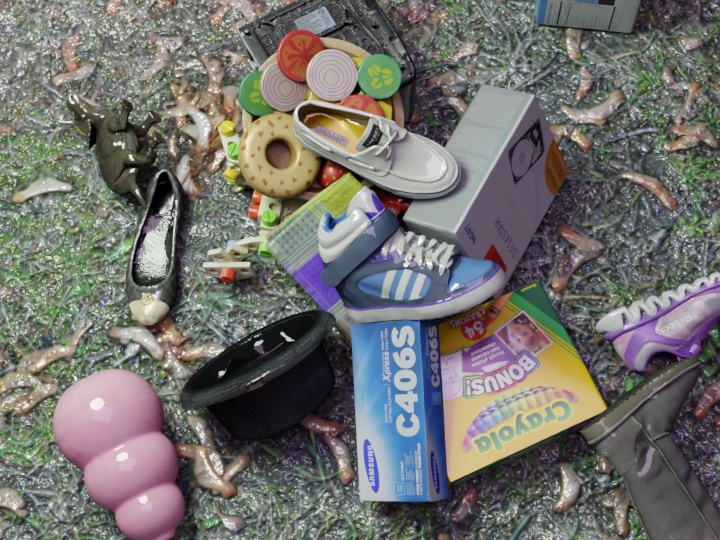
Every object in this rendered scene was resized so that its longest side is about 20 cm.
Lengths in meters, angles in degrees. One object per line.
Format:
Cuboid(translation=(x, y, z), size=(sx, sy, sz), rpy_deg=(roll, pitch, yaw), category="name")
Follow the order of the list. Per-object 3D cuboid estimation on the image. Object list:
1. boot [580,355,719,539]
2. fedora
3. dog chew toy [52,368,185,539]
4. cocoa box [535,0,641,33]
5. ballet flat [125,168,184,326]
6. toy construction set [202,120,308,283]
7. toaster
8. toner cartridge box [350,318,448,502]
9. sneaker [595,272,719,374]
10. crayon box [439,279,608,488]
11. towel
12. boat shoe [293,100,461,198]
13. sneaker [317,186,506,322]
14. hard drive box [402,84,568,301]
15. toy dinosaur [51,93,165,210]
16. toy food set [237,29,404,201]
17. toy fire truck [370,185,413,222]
Cuboid(translation=(0.355, 0.217, 1.328), size=(0.182, 0.073, 0.200), rpy_deg=(-34, 83, -16), category="boot")
Cuboid(translation=(-0.102, 0.128, 1.374), size=(0.200, 0.201, 0.092), rpy_deg=(-30, 104, -9), category="fedora")
Cuboid(translation=(-0.262, 0.214, 1.350), size=(0.124, 0.125, 0.200), rpy_deg=(-26, 78, -7), category="dog chew toy")
Cuboid(translation=(0.304, -0.431, 1.564), size=(0.131, 0.133, 0.200), rpy_deg=(6, 69, 5), category="cocoa box")
Cuboid(translation=(-0.255, -0.030, 1.473), size=(0.066, 0.057, 0.200), rpy_deg=(1, 69, 3), category="ballet flat")
Cuboid(translation=(-0.126, -0.081, 1.462), size=(0.131, 0.092, 0.200), rpy_deg=(8, 75, 3), category="toy construction set")
Cuboid(translation=(-0.033, -0.257, 1.519), size=(0.200, 0.119, 0.181), rpy_deg=(-28, 71, -8), category="toaster")
Cuboid(translation=(0.043, 0.156, 1.346), size=(0.095, 0.043, 0.200), rpy_deg=(-7, 84, 36), category="toner cartridge box")
Cuboid(translation=(0.381, 0.062, 1.405), size=(0.200, 0.080, 0.089), rpy_deg=(-21, 76, -1), category="sneaker")
Cuboid(translation=(0.155, 0.131, 1.392), size=(0.200, 0.058, 0.173), rpy_deg=(-24, 70, -6), category="crayon box")
Cuboid(translation=(0.000, 0.000, 1.396), size=(0.144, 0.023, 0.200), rpy_deg=(-37, 100, 17), category="towel")
Cuboid(translation=(0.017, -0.139, 1.333), size=(0.200, 0.070, 0.071), rpy_deg=(25, 82, 9), category="boat shoe")
Cuboid(translation=(0.046, -0.026, 1.314), size=(0.200, 0.147, 0.081), rpy_deg=(-10, 23, 28), category="sneaker")
Cuboid(translation=(0.152, -0.090, 1.420), size=(0.077, 0.156, 0.200), rpy_deg=(18, 69, 35), category="hard drive box")
Cuboid(translation=(-0.298, -0.147, 1.509), size=(0.102, 0.077, 0.200), rpy_deg=(-38, 69, 27), category="toy dinosaur")
Cuboid(translation=(-0.045, -0.179, 1.409), size=(0.200, 0.049, 0.198), rpy_deg=(3, 91, -10), category="toy food set")
Cuboid(translation=(0.013, -0.049, 1.474), size=(0.200, 0.049, 0.141), rpy_deg=(29, 74, 14), category="toy fire truck")
